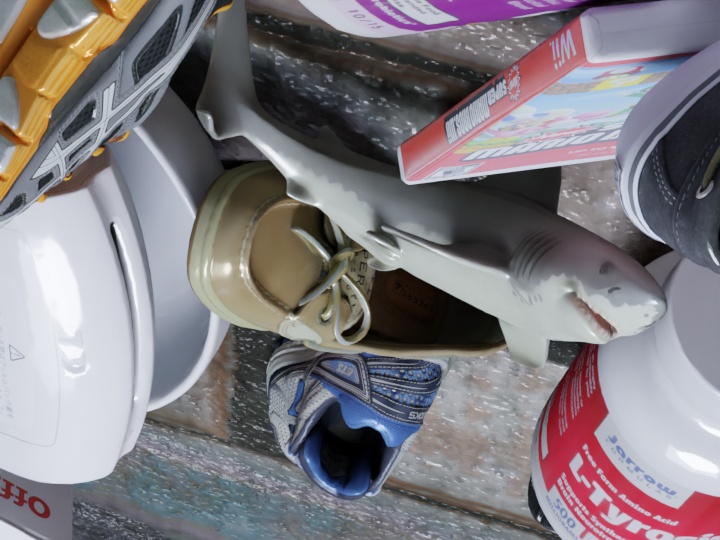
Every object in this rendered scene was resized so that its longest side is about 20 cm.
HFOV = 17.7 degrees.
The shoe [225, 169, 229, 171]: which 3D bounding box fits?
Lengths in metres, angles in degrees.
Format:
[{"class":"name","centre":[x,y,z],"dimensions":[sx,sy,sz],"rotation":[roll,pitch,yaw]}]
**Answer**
[{"class":"shoe","centre":[-0.092,0.015,1.107],"dimensions":[0.071,0.091,0.200],"rotation":[36,150,-33]}]

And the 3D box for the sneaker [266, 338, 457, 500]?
[{"class":"sneaker","centre":[-0.013,0.077,1.187],"dimensions":[0.077,0.085,0.200],"rotation":[22,156,-7]}]

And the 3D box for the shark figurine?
[{"class":"shark figurine","centre":[0.033,-0.038,0.922],"dimensions":[0.214,0.090,0.128],"rotation":[29,167,11]}]

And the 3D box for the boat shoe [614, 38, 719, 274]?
[{"class":"boat shoe","centre":[0.162,-0.069,0.645],"dimensions":[0.070,0.200,0.066],"rotation":[55,-179,-32]}]

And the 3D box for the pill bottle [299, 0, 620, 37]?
[{"class":"pill bottle","centre":[0.069,-0.132,0.665],"dimensions":[0.200,0.112,0.112],"rotation":[-4,147,42]}]

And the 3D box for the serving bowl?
[{"class":"serving bowl","centre":[-0.131,-0.034,1.022],"dimensions":[0.200,0.066,0.200],"rotation":[19,131,23]}]

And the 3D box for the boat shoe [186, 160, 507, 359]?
[{"class":"boat shoe","centre":[0.000,0.000,0.992],"dimensions":[0.063,0.073,0.200],"rotation":[15,-179,33]}]

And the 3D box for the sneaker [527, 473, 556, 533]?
[{"class":"sneaker","centre":[0.194,0.127,1.180],"dimensions":[0.200,0.076,0.115],"rotation":[4,161,47]}]

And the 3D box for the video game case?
[{"class":"video game case","centre":[0.106,-0.062,0.771],"dimensions":[0.143,0.017,0.200],"rotation":[-8,174,-16]}]

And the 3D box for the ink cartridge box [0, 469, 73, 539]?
[{"class":"ink cartridge box","centre":[-0.224,0.066,1.165],"dimensions":[0.145,0.200,0.084],"rotation":[33,119,-28]}]

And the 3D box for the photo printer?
[{"class":"photo printer","centre":[-0.177,-0.002,0.982],"dimensions":[0.200,0.069,0.167],"rotation":[18,130,23]}]

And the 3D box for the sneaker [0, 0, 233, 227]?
[{"class":"sneaker","centre":[-0.121,-0.062,0.868],"dimensions":[0.078,0.200,0.077],"rotation":[52,-166,29]}]

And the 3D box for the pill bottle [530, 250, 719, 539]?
[{"class":"pill bottle","centre":[0.147,0.057,0.999],"dimensions":[0.112,0.112,0.200],"rotation":[19,155,-1]}]
